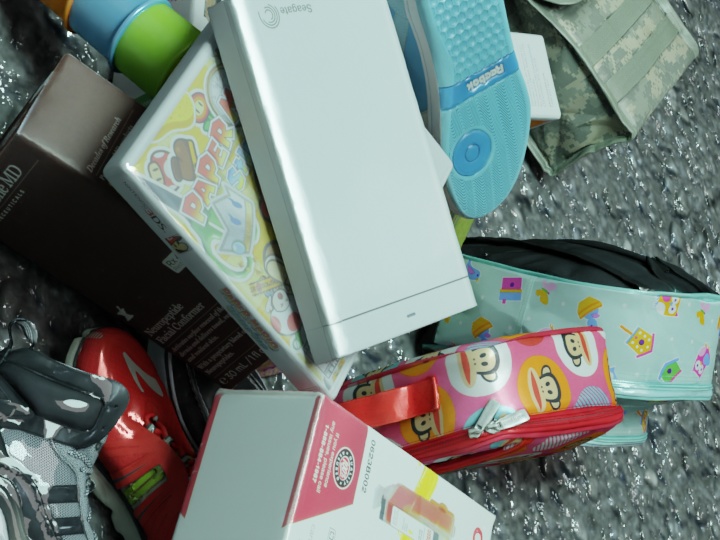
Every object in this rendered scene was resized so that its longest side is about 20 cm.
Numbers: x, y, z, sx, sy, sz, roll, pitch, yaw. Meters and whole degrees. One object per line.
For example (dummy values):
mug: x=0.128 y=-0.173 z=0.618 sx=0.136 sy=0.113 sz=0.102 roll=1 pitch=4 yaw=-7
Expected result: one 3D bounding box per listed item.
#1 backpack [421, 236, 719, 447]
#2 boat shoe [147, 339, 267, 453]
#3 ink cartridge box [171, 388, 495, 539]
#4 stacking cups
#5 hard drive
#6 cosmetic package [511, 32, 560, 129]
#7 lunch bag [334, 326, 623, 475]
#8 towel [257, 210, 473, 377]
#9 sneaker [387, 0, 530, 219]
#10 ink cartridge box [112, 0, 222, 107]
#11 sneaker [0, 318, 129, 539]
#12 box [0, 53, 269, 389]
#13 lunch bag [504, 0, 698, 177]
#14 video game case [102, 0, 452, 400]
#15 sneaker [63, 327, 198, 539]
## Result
backpack: x=0.164 y=0.051 z=1.185 sx=0.175 sy=0.199 sz=0.154 roll=7 pitch=87 yaw=-48
boat shoe: x=-0.064 y=0.113 z=1.002 sx=0.072 sy=0.068 sz=0.201 roll=-29 pitch=100 yaw=-37
ink cartridge box: x=-0.014 y=0.173 z=0.922 sx=0.200 sy=0.083 sz=0.146 roll=40 pitch=56 yaw=-46
stacking cups: x=-0.142 y=-0.154 z=0.958 sx=0.200 sy=0.061 sz=0.060 roll=42 pitch=39 yaw=15
hard drive: x=-0.006 y=-0.060 z=0.905 sx=0.132 sy=0.027 sz=0.201 roll=-18 pitch=90 yaw=-49
cosmetic package: x=0.050 y=-0.135 z=1.202 sx=0.199 sy=0.101 sz=0.072 roll=-3 pitch=79 yaw=-48
lunch bag: x=0.052 y=0.092 z=1.045 sx=0.176 sy=0.200 sz=0.082 roll=-2 pitch=76 yaw=-45
towel: x=0.000 y=0.000 z=1.087 sx=0.023 sy=0.144 sz=0.200 roll=41 pitch=34 yaw=27
sneaker: x=0.041 y=-0.139 z=1.064 sx=0.079 sy=0.130 sz=0.201 roll=-24 pitch=119 yaw=-28
ink cartridge box: x=-0.082 y=-0.137 z=1.068 sx=0.145 sy=0.084 sz=0.201 roll=24 pitch=59 yaw=-40
sneaker: x=-0.158 y=0.122 z=0.874 sx=0.114 sy=0.075 sz=0.200 roll=-42 pitch=105 yaw=-26
box: x=-0.121 y=-0.024 z=0.934 sx=0.200 sy=0.100 sz=0.075 roll=36 pitch=50 yaw=-14
lunch bag: x=0.175 y=-0.214 z=1.363 sx=0.200 sy=0.117 sz=0.164 roll=54 pitch=44 yaw=-10
video game case: x=-0.036 y=-0.058 z=0.907 sx=0.182 sy=0.023 sz=0.200 roll=50 pitch=48 yaw=-25
sneaker: x=-0.107 y=0.121 z=0.944 sx=0.077 sy=0.085 sz=0.201 roll=-29 pitch=99 yaw=-50
